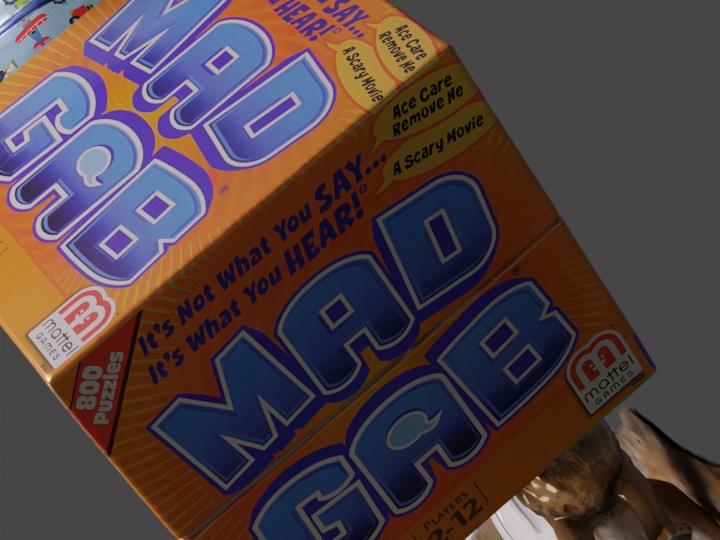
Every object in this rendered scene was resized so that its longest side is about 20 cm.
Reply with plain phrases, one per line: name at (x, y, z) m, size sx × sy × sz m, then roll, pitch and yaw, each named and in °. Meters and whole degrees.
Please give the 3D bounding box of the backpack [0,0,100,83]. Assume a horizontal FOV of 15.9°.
backpack at (-0.168, -0.119, 1.503) m, size 0.135 × 0.182 × 0.200 m, roll 62°, pitch 163°, yaw 18°

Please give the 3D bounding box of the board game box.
board game box at (-0.039, 0.002, 1.093) m, size 0.200 × 0.200 × 0.200 m, roll 54°, pitch 173°, yaw -37°

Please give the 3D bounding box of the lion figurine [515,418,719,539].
lion figurine at (0.125, 0.113, 1.221) m, size 0.200 × 0.072 × 0.123 m, roll 50°, pitch -176°, yaw -48°

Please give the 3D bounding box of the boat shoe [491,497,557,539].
boat shoe at (0.137, 0.144, 1.392) m, size 0.200 × 0.074 × 0.065 m, roll 34°, pitch 161°, yaw 36°

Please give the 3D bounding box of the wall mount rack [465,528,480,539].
wall mount rack at (0.078, 0.191, 1.905) m, size 0.200 × 0.074 × 0.174 m, roll -150°, pitch 45°, yaw -74°
